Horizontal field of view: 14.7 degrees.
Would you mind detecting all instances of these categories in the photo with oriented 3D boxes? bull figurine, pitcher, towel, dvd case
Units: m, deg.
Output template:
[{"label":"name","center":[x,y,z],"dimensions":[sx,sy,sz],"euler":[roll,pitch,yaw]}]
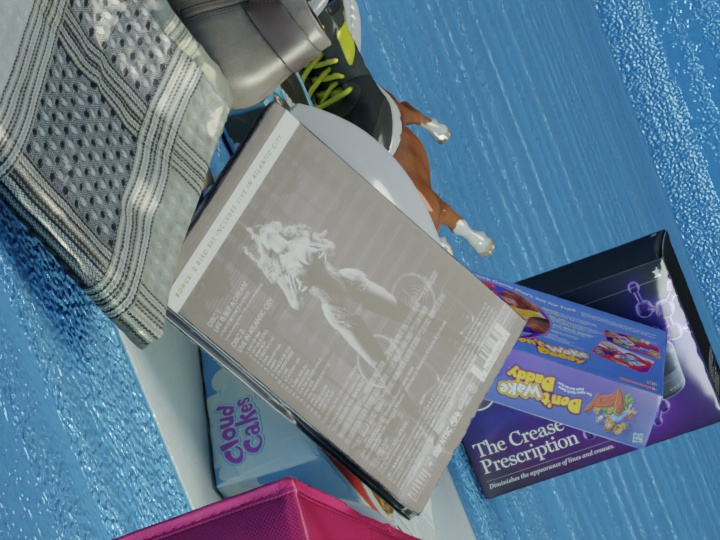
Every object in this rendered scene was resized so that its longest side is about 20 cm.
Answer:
[{"label":"bull figurine","center":[0.029,-0.057,2.036],"dimensions":[0.121,0.065,0.201],"euler":[27,38,-43]},{"label":"pitcher","center":[0.000,0.000,1.679],"dimensions":[0.200,0.121,0.172],"euler":[48,1,-4]},{"label":"towel","center":[-0.134,-0.090,1.427],"dimensions":[0.193,0.034,0.201],"euler":[50,36,-33]},{"label":"dvd case","center":[-0.012,0.022,1.562],"dimensions":[0.200,0.016,0.149],"euler":[41,57,-15]}]

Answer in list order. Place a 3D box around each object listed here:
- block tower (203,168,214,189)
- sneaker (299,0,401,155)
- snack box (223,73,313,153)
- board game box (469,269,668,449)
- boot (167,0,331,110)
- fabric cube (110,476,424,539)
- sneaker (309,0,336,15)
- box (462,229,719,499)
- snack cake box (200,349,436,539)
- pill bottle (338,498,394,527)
[{"label":"block tower","center":[-0.145,-0.129,1.528],"dimensions":[0.058,0.054,0.201],"euler":[-38,108,-76]},{"label":"sneaker","center":[-0.033,-0.145,1.974],"dimensions":[0.085,0.074,0.201],"euler":[44,20,-49]},{"label":"snack box","center":[-0.033,-0.042,1.874],"dimensions":[0.116,0.037,0.201],"euler":[-75,144,-66]},{"label":"board game box","center":[0.122,0.057,2.034],"dimensions":[0.135,0.199,0.045],"euler":[-65,173,-70]},{"label":"boot","center":[-0.094,-0.178,1.599],"dimensions":[0.070,0.145,0.201],"euler":[35,38,-64]},{"label":"fabric cube","center":[-0.056,0.219,1.109],"dimensions":[0.200,0.195,0.200],"euler":[33,37,-66]},{"label":"sneaker","center":[-0.068,-0.182,1.853],"dimensions":[0.081,0.146,0.200],"euler":[48,60,-1]},{"label":"box","center":[0.165,0.073,2.145],"dimensions":[0.079,0.199,0.142],"euler":[-61,130,-72]},{"label":"snack cake box","center":[-0.021,0.117,1.649],"dimensions":[0.200,0.067,0.116],"euler":[53,24,-50]},{"label":"pill bottle","center":[0.010,0.218,1.530],"dimensions":[0.200,0.112,0.113],"euler":[54,21,-49]}]
